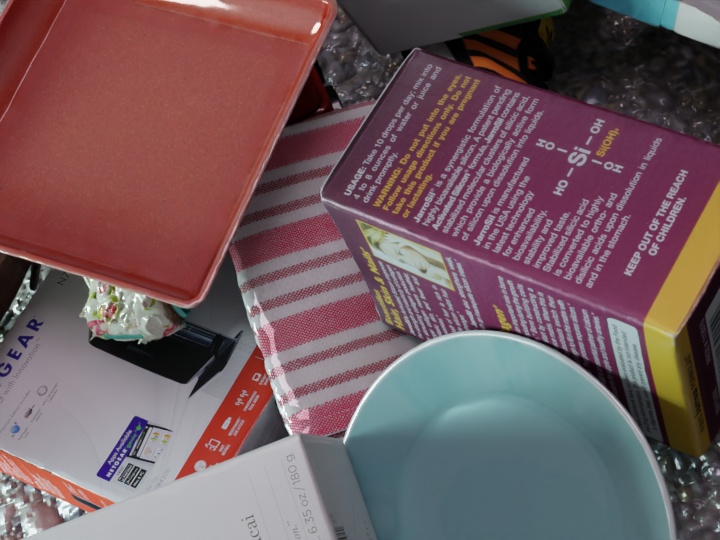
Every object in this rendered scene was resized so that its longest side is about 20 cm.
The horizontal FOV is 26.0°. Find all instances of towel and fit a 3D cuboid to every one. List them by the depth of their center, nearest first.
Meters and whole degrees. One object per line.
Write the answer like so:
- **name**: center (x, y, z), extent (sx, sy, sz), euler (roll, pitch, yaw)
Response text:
- **towel**: center (0.000, 0.000, 0.892), extent (0.145, 0.030, 0.201), euler (-15, 68, -15)

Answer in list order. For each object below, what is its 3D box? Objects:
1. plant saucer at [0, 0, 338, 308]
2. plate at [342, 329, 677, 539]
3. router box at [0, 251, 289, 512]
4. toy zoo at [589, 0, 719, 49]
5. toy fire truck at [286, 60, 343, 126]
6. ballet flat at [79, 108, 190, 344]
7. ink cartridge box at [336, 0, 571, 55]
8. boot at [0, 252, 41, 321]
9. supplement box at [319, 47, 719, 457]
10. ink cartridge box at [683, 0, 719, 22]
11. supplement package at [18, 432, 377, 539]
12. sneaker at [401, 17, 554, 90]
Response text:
- **plant saucer**: center (-0.132, -0.083, 0.880), extent (0.198, 0.037, 0.201), euler (16, 69, 19)
- **plate**: center (0.071, 0.129, 0.780), extent (0.199, 0.025, 0.202), euler (3, 95, 37)
- **router box**: center (-0.116, 0.051, 0.926), extent (0.178, 0.049, 0.201), euler (18, 63, 25)
- **toy zoo**: center (0.218, -0.165, 0.948), extent (0.199, 0.021, 0.131), euler (28, 31, 33)
- **toy fire truck**: center (-0.073, -0.170, 0.970), extent (0.128, 0.201, 0.177), euler (-24, 54, -2)
- **ballet flat**: center (-0.143, -0.043, 0.923), extent (0.063, 0.076, 0.201), euler (-18, 52, 12)
- **ink cartridge box**: center (0.074, -0.243, 0.956), extent (0.146, 0.083, 0.201), euler (-7, 50, 40)
- **boot**: center (-0.242, 0.034, 0.888), extent (0.072, 0.200, 0.167), euler (36, 88, -13)
- **supplement box**: center (0.098, -0.010, 0.782), extent (0.199, 0.131, 0.104), euler (23, 69, 28)
- **ink cartridge box**: center (0.251, -0.174, 0.922), extent (0.199, 0.057, 0.163), euler (-21, 36, -18)
- **supplement package**: center (-0.090, 0.171, 0.765), extent (0.198, 0.120, 0.122), euler (-22, 80, 6)
- **sneaker**: center (0.093, -0.124, 0.975), extent (0.090, 0.070, 0.201), euler (-31, 53, -3)
